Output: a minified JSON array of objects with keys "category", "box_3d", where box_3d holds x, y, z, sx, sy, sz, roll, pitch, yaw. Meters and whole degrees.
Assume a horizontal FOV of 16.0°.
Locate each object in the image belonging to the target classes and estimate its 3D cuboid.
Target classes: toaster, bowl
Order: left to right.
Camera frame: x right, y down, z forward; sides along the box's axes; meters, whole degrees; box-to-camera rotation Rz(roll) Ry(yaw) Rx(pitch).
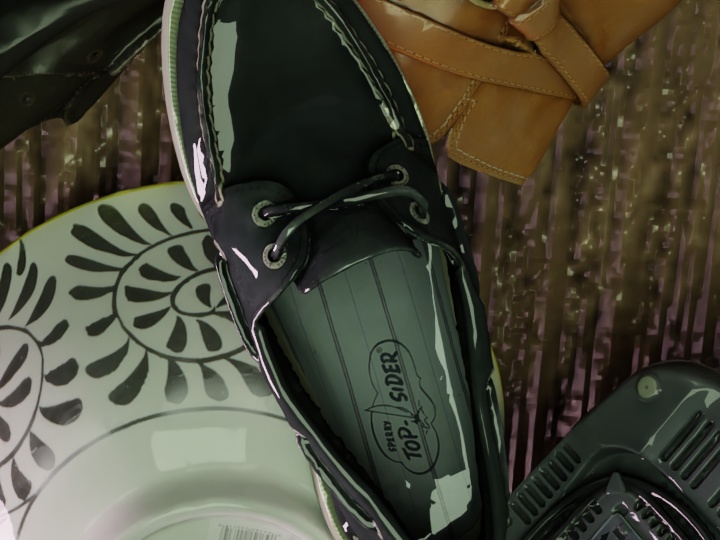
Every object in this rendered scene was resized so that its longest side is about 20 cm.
[{"category":"bowl","box_3d":[-0.046,0.081,0.817,0.199,0.094,0.202,-3,123,-5]},{"category":"toaster","box_3d":[0.098,0.126,0.825,0.200,0.114,0.129,-52,148,15]}]

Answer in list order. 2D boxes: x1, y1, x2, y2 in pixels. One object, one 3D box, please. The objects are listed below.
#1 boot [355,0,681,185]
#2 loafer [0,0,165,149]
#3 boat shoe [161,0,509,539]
[{"category":"boot","box_3d":[0.019,-0.119,0.747,0.199,0.074,0.155,27,107,-25]},{"category":"loafer","box_3d":[-0.096,-0.087,0.791,0.199,0.071,0.073,-31,67,1]},{"category":"boat shoe","box_3d":[-0.002,0.001,0.722,0.074,0.066,0.201,-15,103,-12]}]
